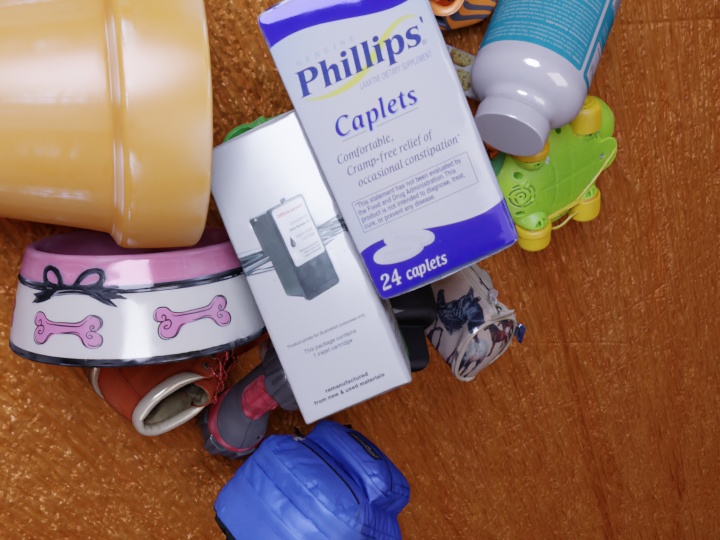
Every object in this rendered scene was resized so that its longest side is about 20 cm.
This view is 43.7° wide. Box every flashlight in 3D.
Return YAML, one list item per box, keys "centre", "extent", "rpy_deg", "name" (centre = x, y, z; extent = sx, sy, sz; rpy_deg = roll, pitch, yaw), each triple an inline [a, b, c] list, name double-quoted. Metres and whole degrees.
- centre: [-0.090, 0.121, 0.824]
  extent: [0.068, 0.068, 0.200]
  rpy_deg: [-43, -177, -36]
  name: "flashlight"

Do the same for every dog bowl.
- centre: [-0.168, 0.011, 0.690]
  extent: [0.198, 0.199, 0.075]
  rpy_deg: [-9, 103, -35]
  name: "dog bowl"

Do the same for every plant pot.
- centre: [-0.204, -0.113, 0.592]
  extent: [0.180, 0.201, 0.203]
  rpy_deg: [-4, 120, -19]
  name: "plant pot"

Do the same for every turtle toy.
- centre: [0.207, -0.124, 0.971]
  extent: [0.198, 0.101, 0.147]
  rpy_deg: [-29, 130, -23]
  name: "turtle toy"

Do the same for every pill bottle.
- centre: [0.170, -0.211, 0.839]
  extent: [0.111, 0.110, 0.202]
  rpy_deg: [42, 65, -46]
  name: "pill bottle"

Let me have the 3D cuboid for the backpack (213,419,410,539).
- centre: [-0.049, 0.242, 0.926]
  extent: [0.169, 0.162, 0.200]
  rpy_deg: [-55, 153, -2]
  name: "backpack"

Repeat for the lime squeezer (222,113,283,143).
- centre: [-0.091, -0.105, 0.794]
  extent: [0.198, 0.038, 0.071]
  rpy_deg: [-15, 156, -33]
  name: "lime squeezer"

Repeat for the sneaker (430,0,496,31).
- centre: [0.066, -0.238, 0.776]
  extent: [0.198, 0.112, 0.079]
  rpy_deg: [-2, 117, -38]
  name: "sneaker"

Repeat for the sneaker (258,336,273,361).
- centre: [-0.025, 0.099, 0.932]
  extent: [0.198, 0.075, 0.101]
  rpy_deg: [1, 117, -45]
  name: "sneaker"

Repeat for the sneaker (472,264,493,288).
- centre: [0.107, 0.038, 1.016]
  extent: [0.083, 0.076, 0.200]
  rpy_deg: [-19, 156, 14]
  name: "sneaker"

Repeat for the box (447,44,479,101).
- centre: [0.086, -0.196, 0.871]
  extent: [0.198, 0.039, 0.042]
  rpy_deg: [10, 107, -43]
  name: "box"

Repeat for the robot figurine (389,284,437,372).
- centre: [-0.002, 0.000, 0.814]
  extent: [0.148, 0.203, 0.125]
  rpy_deg: [-14, 165, 0]
  name: "robot figurine"

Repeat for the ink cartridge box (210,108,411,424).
- centre: [-0.035, -0.006, 0.671]
  extent: [0.082, 0.147, 0.203]
  rpy_deg: [-22, 91, 4]
  name: "ink cartridge box"

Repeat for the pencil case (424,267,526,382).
- centre: [0.076, 0.006, 0.880]
  extent: [0.077, 0.201, 0.090]
  rpy_deg: [6, 129, -44]
  name: "pencil case"

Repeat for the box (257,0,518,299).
- centre: [0.020, -0.114, 0.642]
  extent: [0.104, 0.184, 0.202]
  rpy_deg: [-23, 107, 7]
  name: "box"

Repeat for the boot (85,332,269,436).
- centre: [-0.136, 0.079, 0.813]
  extent: [0.198, 0.107, 0.076]
  rpy_deg: [-28, 128, -26]
  name: "boot"
